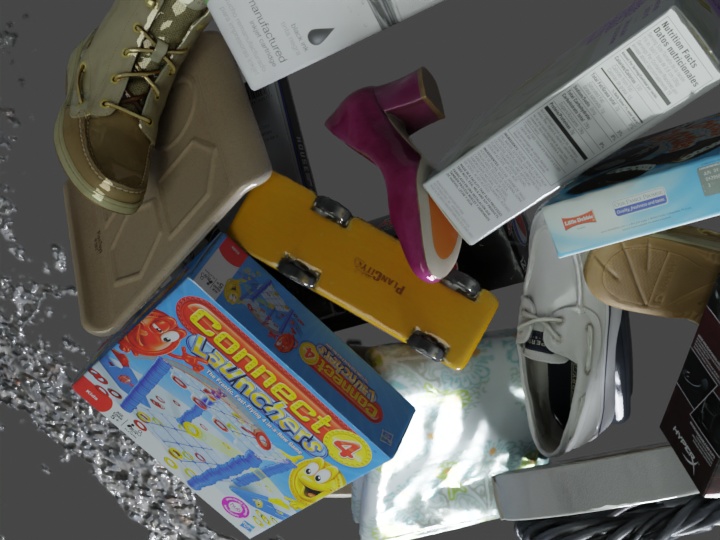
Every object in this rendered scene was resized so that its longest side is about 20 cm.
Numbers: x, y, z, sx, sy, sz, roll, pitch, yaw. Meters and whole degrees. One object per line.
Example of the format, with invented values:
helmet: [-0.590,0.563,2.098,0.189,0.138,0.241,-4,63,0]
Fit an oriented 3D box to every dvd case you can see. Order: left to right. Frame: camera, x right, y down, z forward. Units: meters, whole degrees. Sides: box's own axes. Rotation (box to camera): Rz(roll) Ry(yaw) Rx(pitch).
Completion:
dvd case: [-0.102,-0.044,0.878,0.150,0.025,0.201,-16,85,28]

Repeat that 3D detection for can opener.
can opener: [0.197,0.036,0.831,0.078,0.063,0.201,8,120,25]

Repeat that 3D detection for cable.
cable: [0.216,0.211,0.868,0.200,0.163,0.051,-15,81,28]

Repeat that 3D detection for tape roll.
tape roll: [0.203,0.158,0.822,0.202,0.203,0.037,-16,78,27]

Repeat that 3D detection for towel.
towel: [0.081,0.138,0.884,0.171,0.048,0.200,-7,124,-19]

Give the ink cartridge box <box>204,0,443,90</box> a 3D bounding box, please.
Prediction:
ink cartridge box: [-0.015,-0.237,0.741,0.200,0.084,0.146,-21,109,22]

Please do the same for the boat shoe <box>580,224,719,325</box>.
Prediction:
boat shoe: [0.243,0.004,0.733,0.199,0.069,0.074,18,114,-12]

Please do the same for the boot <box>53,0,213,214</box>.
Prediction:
boot: [-0.160,-0.154,0.800,0.073,0.200,0.155,25,127,-32]

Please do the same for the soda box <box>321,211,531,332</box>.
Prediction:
soda box: [0.039,-0.009,0.868,0.200,0.063,0.071,-16,110,28]

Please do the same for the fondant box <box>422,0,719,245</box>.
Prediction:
fondant box: [0.150,-0.114,0.721,0.200,0.144,0.058,-33,100,31]

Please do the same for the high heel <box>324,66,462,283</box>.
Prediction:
high heel: [0.017,-0.062,0.779,0.096,0.200,0.067,-23,143,24]

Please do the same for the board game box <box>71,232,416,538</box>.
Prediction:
board game box: [-0.095,0.098,0.820,0.200,0.056,0.196,43,133,-10]

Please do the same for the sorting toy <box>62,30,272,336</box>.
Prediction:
sorting toy: [-0.155,-0.069,0.840,0.200,0.185,0.036,-41,136,22]

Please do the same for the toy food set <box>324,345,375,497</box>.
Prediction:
toy food set: [-0.047,0.135,0.925,0.143,0.061,0.200,4,137,-15]

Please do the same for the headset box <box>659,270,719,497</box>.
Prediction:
headset box: [0.299,0.047,0.677,0.148,0.077,0.200,4,122,-14]

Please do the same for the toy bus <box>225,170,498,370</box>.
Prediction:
toy bus: [0.000,0.000,0.792,0.200,0.078,0.065,29,86,0]

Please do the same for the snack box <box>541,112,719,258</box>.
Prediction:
snack box: [0.199,-0.063,0.695,0.116,0.200,0.037,-16,99,27]

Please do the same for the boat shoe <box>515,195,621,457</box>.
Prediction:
boat shoe: [0.146,0.046,0.789,0.072,0.066,0.201,20,125,40]
